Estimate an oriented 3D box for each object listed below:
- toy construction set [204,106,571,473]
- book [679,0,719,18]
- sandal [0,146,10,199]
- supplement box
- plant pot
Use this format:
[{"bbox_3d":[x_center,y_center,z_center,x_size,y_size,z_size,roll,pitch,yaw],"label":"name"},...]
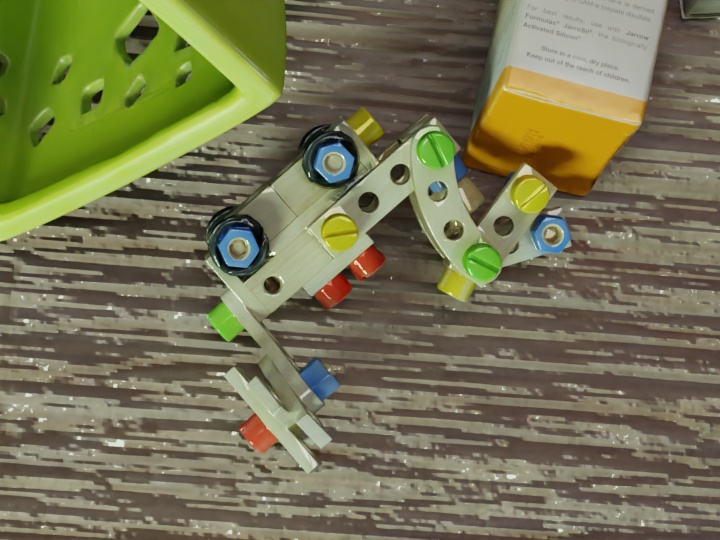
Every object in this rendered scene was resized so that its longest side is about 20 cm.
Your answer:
[{"bbox_3d":[0.000,0.000,0.939,0.200,0.092,0.131,-44,101,-13],"label":"toy construction set"},{"bbox_3d":[0.267,-0.211,1.041,0.199,0.048,0.134,-3,76,-10],"label":"book"},{"bbox_3d":[-0.236,-0.110,0.950,0.081,0.055,0.201,-20,79,-11],"label":"sandal"},{"bbox_3d":[0.115,-0.154,0.966,0.073,0.126,0.201,14,76,-2],"label":"supplement box"},{"bbox_3d":[-0.156,-0.160,0.863,0.199,0.199,0.182,39,44,-36],"label":"plant pot"}]
